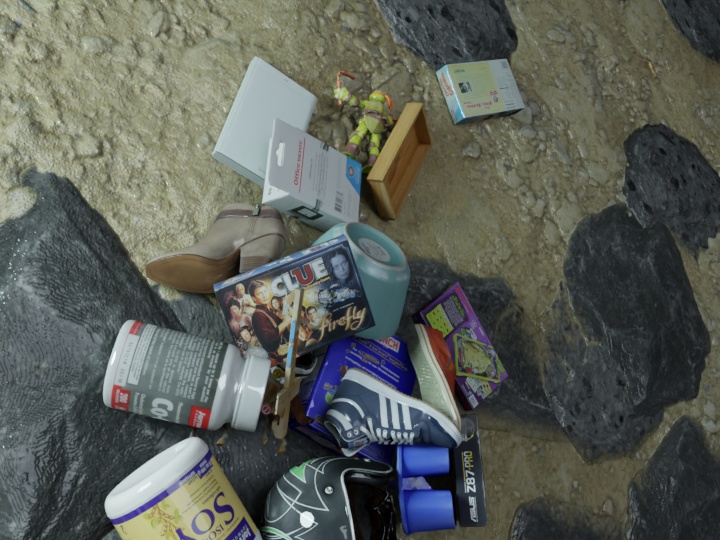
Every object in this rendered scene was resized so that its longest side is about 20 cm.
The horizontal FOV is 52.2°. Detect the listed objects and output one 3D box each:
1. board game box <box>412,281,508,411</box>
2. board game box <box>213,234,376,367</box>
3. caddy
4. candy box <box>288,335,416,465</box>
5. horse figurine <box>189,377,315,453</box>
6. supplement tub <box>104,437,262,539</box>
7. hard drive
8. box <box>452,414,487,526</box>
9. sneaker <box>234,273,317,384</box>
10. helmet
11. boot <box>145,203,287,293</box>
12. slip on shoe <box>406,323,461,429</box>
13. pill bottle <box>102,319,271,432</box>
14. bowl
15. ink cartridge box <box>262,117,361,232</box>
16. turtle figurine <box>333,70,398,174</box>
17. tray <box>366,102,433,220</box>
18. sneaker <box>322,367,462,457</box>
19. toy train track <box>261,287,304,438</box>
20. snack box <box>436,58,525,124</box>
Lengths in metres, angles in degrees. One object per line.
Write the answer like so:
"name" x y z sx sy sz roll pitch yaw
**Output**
"board game box" 0.185 0.138 1.342 0.119 0.032 0.202 -32 95 -33
"board game box" -0.091 0.049 1.036 0.197 0.035 0.138 -22 107 -6
"caddy" 0.090 0.325 1.121 0.103 0.200 0.144 -6 72 7
"candy box" -0.005 0.186 1.163 0.168 0.077 0.203 33 60 -20
"horse figurine" -0.166 0.190 1.049 0.196 0.050 0.135 6 54 -16
"supplement tub" -0.212 0.333 0.927 0.145 0.145 0.202 -34 95 -37
"hard drive" -0.155 -0.242 1.225 0.131 0.026 0.203 29 60 -25
"box" 0.174 0.323 1.182 0.048 0.200 0.165 -3 74 7
"sneaker" -0.133 0.079 1.106 0.074 0.080 0.201 -42 99 -34
"helmet" -0.044 0.350 1.002 0.188 0.198 0.204 -2 76 -44
"boot" -0.207 -0.041 1.092 0.195 0.071 0.148 4 44 -4
"slip on shoe" 0.124 0.165 1.131 0.060 0.075 0.202 4 42 -19
"pill bottle" -0.223 0.143 0.963 0.196 0.114 0.116 15 65 -7
"bowl" 0.000 0.000 1.148 0.198 0.106 0.202 27 25 -13
"ink cartridge box" -0.090 -0.149 1.188 0.198 0.066 0.118 23 64 -42
"turtle figurine" 0.026 -0.260 1.331 0.199 0.064 0.164 29 67 -39
"tray" 0.074 -0.200 1.338 0.202 0.036 0.099 -62 148 -31
"sneaker" 0.039 0.229 1.047 0.197 0.071 0.109 24 58 21
"toy train track" -0.105 0.123 0.993 0.032 0.115 0.204 9 96 9
"snack box" 0.256 -0.380 1.551 0.198 0.037 0.118 -17 85 -37
